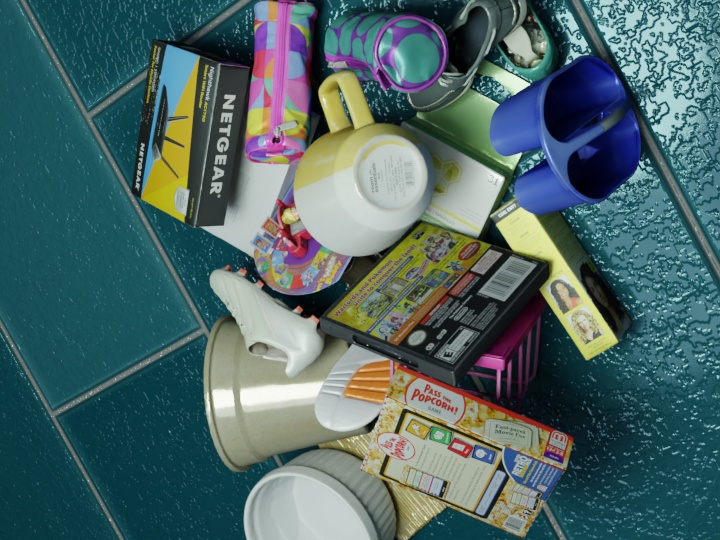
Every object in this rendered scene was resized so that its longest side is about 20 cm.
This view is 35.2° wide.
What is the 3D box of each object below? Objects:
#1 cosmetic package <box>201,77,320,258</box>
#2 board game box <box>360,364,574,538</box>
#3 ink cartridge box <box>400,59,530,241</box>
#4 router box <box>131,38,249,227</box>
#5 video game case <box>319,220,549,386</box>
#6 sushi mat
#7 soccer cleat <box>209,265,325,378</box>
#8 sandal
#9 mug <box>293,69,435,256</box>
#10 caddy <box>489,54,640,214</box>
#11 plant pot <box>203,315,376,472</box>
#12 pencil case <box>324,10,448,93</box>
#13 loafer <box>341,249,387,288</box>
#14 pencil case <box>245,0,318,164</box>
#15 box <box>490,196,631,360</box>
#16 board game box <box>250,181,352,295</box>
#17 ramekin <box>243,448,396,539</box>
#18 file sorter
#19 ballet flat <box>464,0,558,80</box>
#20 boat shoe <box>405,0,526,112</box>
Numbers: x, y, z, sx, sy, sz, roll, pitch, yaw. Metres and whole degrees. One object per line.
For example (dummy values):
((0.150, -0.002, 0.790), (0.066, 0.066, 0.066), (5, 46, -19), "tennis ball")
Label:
((-0.154, -0.140, 1.457), (0.150, 0.052, 0.202), (30, 115, 16), "cosmetic package")
((0.109, 0.197, 1.215), (0.198, 0.047, 0.152), (22, 138, 5), "board game box")
((0.116, -0.146, 1.337), (0.145, 0.048, 0.201), (30, 118, 14), "ink cartridge box")
((-0.213, -0.171, 1.401), (0.148, 0.051, 0.202), (25, 111, 42), "router box")
((0.084, 0.030, 1.260), (0.179, 0.200, 0.026), (20, 137, 33), "video game case")
((0.023, 0.265, 1.518), (0.200, 0.012, 0.096), (49, 120, 5), "sushi mat")
((-0.127, 0.059, 1.377), (0.199, 0.069, 0.078), (30, 75, 36), "soccer cleat")
((0.019, 0.117, 1.339), (0.078, 0.207, 0.060), (19, 144, 19), "sandal")
((-0.001, -0.108, 1.250), (0.186, 0.153, 0.150), (40, 79, -9), "mug")
((0.229, -0.146, 1.207), (0.104, 0.200, 0.143), (-17, 104, 42), "caddy")
((-0.078, 0.147, 1.445), (0.181, 0.200, 0.203), (-8, 102, 14), "plant pot")
((0.024, -0.246, 1.267), (0.092, 0.200, 0.086), (-36, 111, -8), "pencil case")
((0.000, 0.000, 1.417), (0.200, 0.071, 0.073), (43, 117, 8), "loafer")
((-0.093, -0.222, 1.350), (0.087, 0.088, 0.203), (-4, 78, 25), "pencil case")
((0.233, -0.001, 1.312), (0.050, 0.075, 0.201), (-35, 91, 30), "box")
((-0.059, -0.069, 1.369), (0.157, 0.039, 0.201), (21, 78, 43), "board game box")
((-0.047, 0.334, 1.509), (0.198, 0.105, 0.202), (11, 114, 26), "ramekin")
((0.125, 0.109, 1.322), (0.137, 0.200, 0.127), (9, 112, 21), "file sorter")
((0.155, -0.300, 1.258), (0.067, 0.070, 0.201), (-35, 89, 15), "ballet flat")
((0.101, -0.238, 1.246), (0.073, 0.062, 0.200), (53, 137, 5), "boat shoe")
